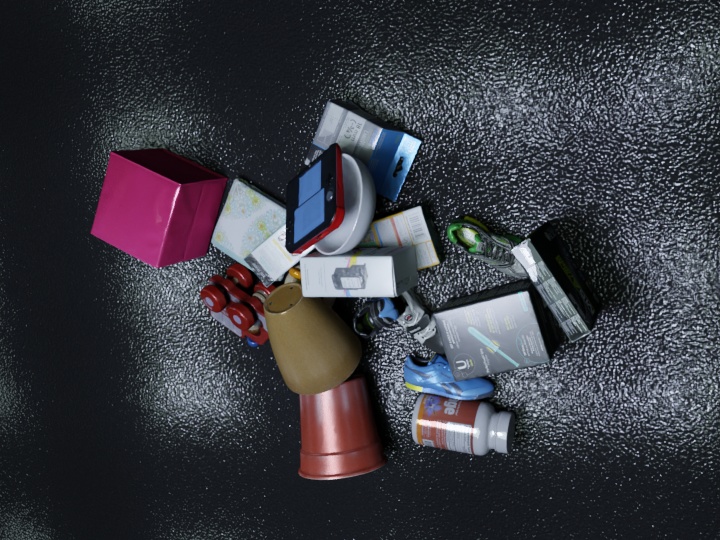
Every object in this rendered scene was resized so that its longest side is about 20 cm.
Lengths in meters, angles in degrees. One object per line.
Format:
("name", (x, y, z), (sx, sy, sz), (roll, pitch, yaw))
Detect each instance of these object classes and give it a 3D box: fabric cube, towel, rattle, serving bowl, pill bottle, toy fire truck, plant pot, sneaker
("fabric cube", (-0.453, -0.148, 1.738), (0.196, 0.200, 0.200), (25, 108, 17))
("towel", (-0.232, -0.090, 1.742), (0.200, 0.048, 0.171), (32, 109, 14))
("rattle", (-0.145, 0.080, 1.695), (0.130, 0.143, 0.200), (40, 109, -6))
("serving bowl", (-0.027, -0.127, 1.517), (0.200, 0.066, 0.200), (-17, 70, 54))
("pill bottle", (0.217, 0.324, 1.608), (0.200, 0.112, 0.112), (5, 104, 21))
("toy fire truck", (-0.271, 0.094, 1.761), (0.200, 0.112, 0.168), (31, 142, 21))
("plant pot", (-0.120, 0.127, 1.617), (0.186, 0.187, 0.200), (-9, 129, 24))
("plant pot", (-0.051, 0.334, 1.691), (0.200, 0.201, 0.196), (-7, 90, 24))
("sneaker", (0.258, -0.039, 1.523), (0.200, 0.085, 0.078), (25, 110, 15))
("sneaker", (0.186, 0.221, 1.622), (0.200, 0.066, 0.079), (7, 107, 22))
("sneaker", (0.014, 0.103, 1.622), (0.071, 0.083, 0.200), (63, 160, 3))
("sneaker", (0.113, 0.104, 1.617), (0.200, 0.088, 0.074), (48, 114, 5))

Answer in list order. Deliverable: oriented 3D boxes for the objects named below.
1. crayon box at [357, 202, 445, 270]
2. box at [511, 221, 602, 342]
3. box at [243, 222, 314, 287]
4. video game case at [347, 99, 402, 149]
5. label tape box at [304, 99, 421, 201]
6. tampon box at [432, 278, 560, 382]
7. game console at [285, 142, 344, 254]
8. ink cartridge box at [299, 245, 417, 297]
("crayon box", (0.065, -0.052, 1.620), (0.200, 0.052, 0.126), (-17, 95, 25))
("box", (0.370, 0.015, 1.427), (0.047, 0.193, 0.200), (-34, 87, 24))
("box", (-0.153, -0.058, 1.666), (0.200, 0.049, 0.082), (-38, 95, 18))
("video game case", (-0.019, -0.238, 1.632), (0.143, 0.019, 0.200), (40, 115, 11))
("label tape box", (0.003, -0.244, 1.576), (0.200, 0.063, 0.144), (29, 112, 15))
("tampon box", (0.273, 0.116, 1.529), (0.200, 0.126, 0.150), (-16, 95, 26))
("game console", (-0.096, -0.139, 1.538), (0.200, 0.031, 0.177), (-30, 58, 49))
("ink cartridge box", (0.000, 0.000, 1.551), (0.200, 0.146, 0.083), (-1, 99, 22))
